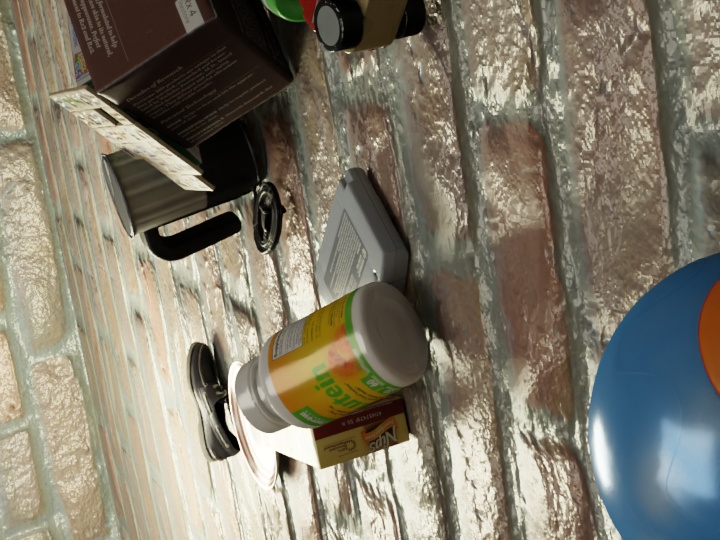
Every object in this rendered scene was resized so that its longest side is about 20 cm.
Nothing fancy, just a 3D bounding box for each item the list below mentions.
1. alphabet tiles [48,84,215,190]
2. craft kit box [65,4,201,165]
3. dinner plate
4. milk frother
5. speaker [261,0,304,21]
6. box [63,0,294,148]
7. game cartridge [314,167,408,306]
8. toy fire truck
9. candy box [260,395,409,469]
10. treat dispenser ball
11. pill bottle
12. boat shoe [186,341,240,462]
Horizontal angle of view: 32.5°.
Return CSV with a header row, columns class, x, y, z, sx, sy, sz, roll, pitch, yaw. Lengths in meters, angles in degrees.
class,x,y,z,sx,sy,sz,roll,pitch,yaw
alphabet tiles,-0.267,-0.153,1.465,0.199,0.008,0.167,37,167,-25
craft kit box,-0.282,-0.243,1.529,0.200,0.048,0.199,44,-161,-49
dinner plate,-0.159,0.235,1.892,0.200,0.024,0.202,45,143,50
milk frother,-0.213,-0.093,1.605,0.200,0.186,0.182,28,137,66
speaker,-0.100,-0.349,1.333,0.201,0.088,0.089,55,150,41
box,-0.209,-0.275,1.425,0.200,0.163,0.167,30,-146,-63
game cartridge,0.000,0.000,1.365,0.134,0.041,0.201,59,152,27
toy fire truck,-0.030,-0.312,1.082,0.201,0.128,0.177,53,144,29
candy box,-0.037,0.178,1.449,0.200,0.114,0.056,2,105,67
treat dispenser ball,0.223,0.088,0.669,0.201,0.199,0.203,46,143,50
pill bottle,-0.036,0.100,1.297,0.199,0.111,0.112,-28,74,33
boat shoe,-0.239,0.214,2.055,0.062,0.072,0.203,-12,86,25
